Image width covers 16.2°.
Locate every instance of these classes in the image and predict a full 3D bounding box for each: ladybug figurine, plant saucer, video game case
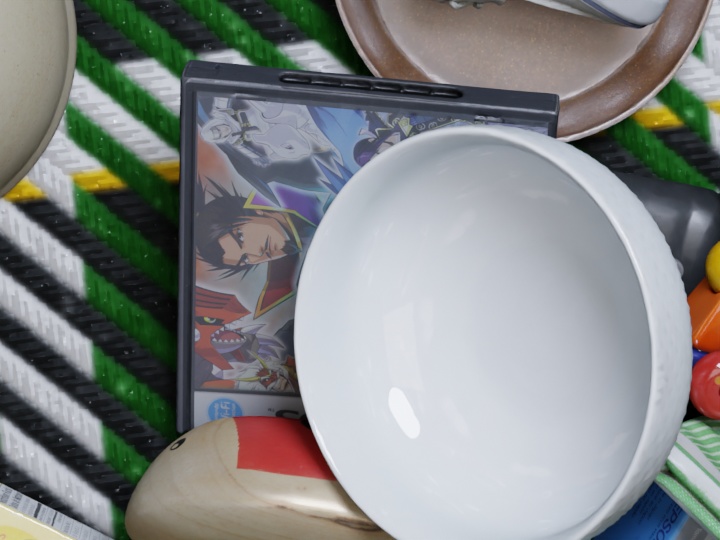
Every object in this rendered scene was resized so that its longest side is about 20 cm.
[{"bbox_3d":[-0.016,0.121,1.261,0.198,0.136,0.072,14,64,-12],"label":"ladybug figurine"},{"bbox_3d":[0.081,-0.164,1.279,0.198,0.034,0.202,0,96,-4],"label":"plant saucer"},{"bbox_3d":[0.000,0.000,1.242,0.179,0.026,0.201,6,120,5],"label":"video game case"}]

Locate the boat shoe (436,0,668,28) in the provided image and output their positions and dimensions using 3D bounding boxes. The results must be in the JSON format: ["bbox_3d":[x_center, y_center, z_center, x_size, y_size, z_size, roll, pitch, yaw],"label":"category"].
[{"bbox_3d":[0.054,-0.163,1.235,0.199,0.071,0.070,28,121,-9],"label":"boat shoe"}]

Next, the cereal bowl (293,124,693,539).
[{"bbox_3d":[0.070,0.032,1.166,0.199,0.083,0.202,6,100,36],"label":"cereal bowl"}]

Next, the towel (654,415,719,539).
[{"bbox_3d":[0.230,0.112,1.214,0.152,0.199,0.023,43,120,23],"label":"towel"}]

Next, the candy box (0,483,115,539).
[{"bbox_3d":[-0.124,0.205,1.290,0.199,0.055,0.116,27,92,-6],"label":"candy box"}]

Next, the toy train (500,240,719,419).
[{"bbox_3d":[0.179,0.004,1.212,0.198,0.085,0.117,16,109,-9],"label":"toy train"}]

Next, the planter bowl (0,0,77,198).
[{"bbox_3d":[-0.238,-0.112,1.215,0.198,0.135,0.202,0,95,-4],"label":"planter bowl"}]

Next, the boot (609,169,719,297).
[{"bbox_3d":[0.142,-0.041,1.266,0.198,0.066,0.166,9,111,-2],"label":"boot"}]

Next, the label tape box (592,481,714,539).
[{"bbox_3d":[0.202,0.179,1.261,0.199,0.066,0.144,20,114,-21],"label":"label tape box"}]
